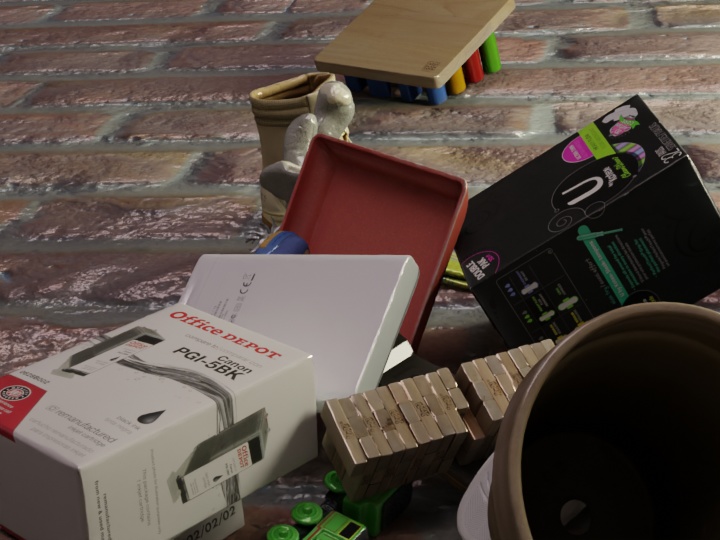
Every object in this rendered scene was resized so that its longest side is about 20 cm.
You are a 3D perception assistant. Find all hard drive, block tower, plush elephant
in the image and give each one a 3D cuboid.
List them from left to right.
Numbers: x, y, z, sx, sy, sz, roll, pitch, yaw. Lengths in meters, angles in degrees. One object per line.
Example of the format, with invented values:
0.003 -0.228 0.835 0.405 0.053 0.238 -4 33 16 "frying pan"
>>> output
-0.063 0.045 1.068 0.198 0.027 0.133 0 53 32 "hard drive"
-0.015 -0.067 1.327 0.200 0.165 0.155 -43 21 -9 "plush elephant"
0.066 0.104 0.981 0.198 0.058 0.054 -12 54 -27 "block tower"

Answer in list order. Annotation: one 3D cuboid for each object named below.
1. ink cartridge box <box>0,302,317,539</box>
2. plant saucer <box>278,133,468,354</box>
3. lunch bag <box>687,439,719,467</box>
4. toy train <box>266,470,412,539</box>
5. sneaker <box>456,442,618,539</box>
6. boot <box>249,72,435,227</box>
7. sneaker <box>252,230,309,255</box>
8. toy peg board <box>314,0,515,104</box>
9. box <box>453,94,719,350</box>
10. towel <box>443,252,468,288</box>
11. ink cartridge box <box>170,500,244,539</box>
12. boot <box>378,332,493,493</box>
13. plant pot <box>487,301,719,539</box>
-0.146 0.104 0.919 0.146 0.084 0.199 17 29 39 "ink cartridge box"
0.000 0.000 1.183 0.037 0.202 0.199 16 4 -44 "plant saucer"
0.296 0.103 0.923 0.198 0.161 0.083 -20 71 -25 "lunch bag"
-0.029 0.188 0.944 0.056 0.042 0.200 21 36 25 "toy train"
0.164 0.139 0.975 0.200 0.112 0.073 -43 53 0 "sneaker"
-0.013 -0.129 1.445 0.198 0.157 0.073 -5 26 2 "boot"
-0.063 0.056 1.143 0.087 0.076 0.201 4 55 18 "sneaker"
0.081 -0.281 1.835 0.199 0.098 0.199 14 48 35 "toy peg board"
0.189 -0.023 1.147 0.199 0.125 0.149 -32 25 10 "box"
0.161 -0.031 1.364 0.142 0.023 0.200 7 29 23 "towel"
-0.165 0.162 0.988 0.199 0.069 0.115 18 33 40 "ink cartridge box"
0.041 0.115 1.056 0.073 0.076 0.200 -19 47 -38 "boot"
0.156 0.137 0.815 0.198 0.202 0.174 -13 -13 -15 "plant pot"
